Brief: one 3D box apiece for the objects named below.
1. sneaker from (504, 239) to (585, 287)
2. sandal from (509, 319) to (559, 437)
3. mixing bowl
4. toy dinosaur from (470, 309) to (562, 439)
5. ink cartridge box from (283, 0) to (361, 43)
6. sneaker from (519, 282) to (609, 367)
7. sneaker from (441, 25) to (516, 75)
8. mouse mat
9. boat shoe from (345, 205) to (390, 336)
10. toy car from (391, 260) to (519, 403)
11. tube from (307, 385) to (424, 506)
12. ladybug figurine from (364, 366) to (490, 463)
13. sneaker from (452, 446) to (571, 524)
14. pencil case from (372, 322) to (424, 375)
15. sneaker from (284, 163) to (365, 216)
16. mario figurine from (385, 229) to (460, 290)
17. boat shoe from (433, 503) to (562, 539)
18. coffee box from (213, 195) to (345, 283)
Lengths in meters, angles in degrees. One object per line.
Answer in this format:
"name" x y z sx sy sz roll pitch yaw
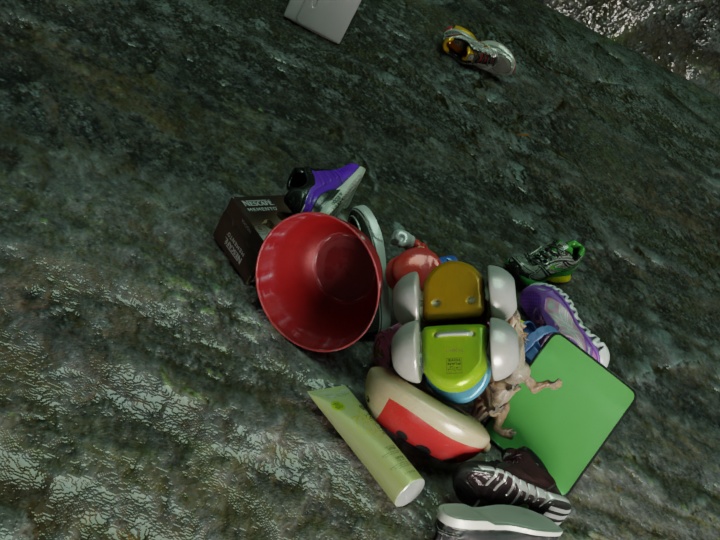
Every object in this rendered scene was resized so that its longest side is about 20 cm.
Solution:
"sneaker" 0.342 -0.022 2.057 0.198 0.086 0.078 -12 51 -46
"sandal" 0.267 0.161 1.699 0.079 0.086 0.204 26 56 -44
"mixing bowl" -0.042 0.006 1.614 0.199 0.202 0.108 38 25 12
"toy dinosaur" 0.204 0.158 1.636 0.085 0.201 0.136 28 16 -38
"ink cartridge box" -0.070 -0.635 2.478 0.143 0.148 0.201 24 33 -10
"sneaker" 0.335 0.104 1.896 0.087 0.081 0.201 -14 54 -38
"sneaker" 0.284 -0.523 2.699 0.197 0.079 0.083 23 36 4
"mouse mat" 0.297 0.213 1.651 0.160 0.201 0.008 38 -12 11
"boat shoe" 0.000 0.000 1.694 0.063 0.070 0.204 -5 81 -29
"toy car" 0.134 0.095 1.545 0.171 0.151 0.203 -3 52 8
"tube" 0.008 0.227 1.489 0.052 0.058 0.200 -37 57 -8
"ladybug figurine" 0.088 0.206 1.532 0.198 0.073 0.136 30 0 9
"sneaker" 0.198 0.287 1.551 0.198 0.076 0.116 26 26 -27
"pencil case" 0.113 0.108 1.662 0.198 0.088 0.082 -19 35 -33
"sneaker" -0.062 -0.137 1.745 0.099 0.070 0.200 31 31 4
"mario figurine" 0.091 0.010 1.720 0.123 0.107 0.199 38 12 24
"boat shoe" 0.179 0.349 1.453 0.197 0.061 0.074 10 10 -34
"coffee box" -0.114 -0.052 1.728 0.198 0.080 0.114 -5 47 -44
